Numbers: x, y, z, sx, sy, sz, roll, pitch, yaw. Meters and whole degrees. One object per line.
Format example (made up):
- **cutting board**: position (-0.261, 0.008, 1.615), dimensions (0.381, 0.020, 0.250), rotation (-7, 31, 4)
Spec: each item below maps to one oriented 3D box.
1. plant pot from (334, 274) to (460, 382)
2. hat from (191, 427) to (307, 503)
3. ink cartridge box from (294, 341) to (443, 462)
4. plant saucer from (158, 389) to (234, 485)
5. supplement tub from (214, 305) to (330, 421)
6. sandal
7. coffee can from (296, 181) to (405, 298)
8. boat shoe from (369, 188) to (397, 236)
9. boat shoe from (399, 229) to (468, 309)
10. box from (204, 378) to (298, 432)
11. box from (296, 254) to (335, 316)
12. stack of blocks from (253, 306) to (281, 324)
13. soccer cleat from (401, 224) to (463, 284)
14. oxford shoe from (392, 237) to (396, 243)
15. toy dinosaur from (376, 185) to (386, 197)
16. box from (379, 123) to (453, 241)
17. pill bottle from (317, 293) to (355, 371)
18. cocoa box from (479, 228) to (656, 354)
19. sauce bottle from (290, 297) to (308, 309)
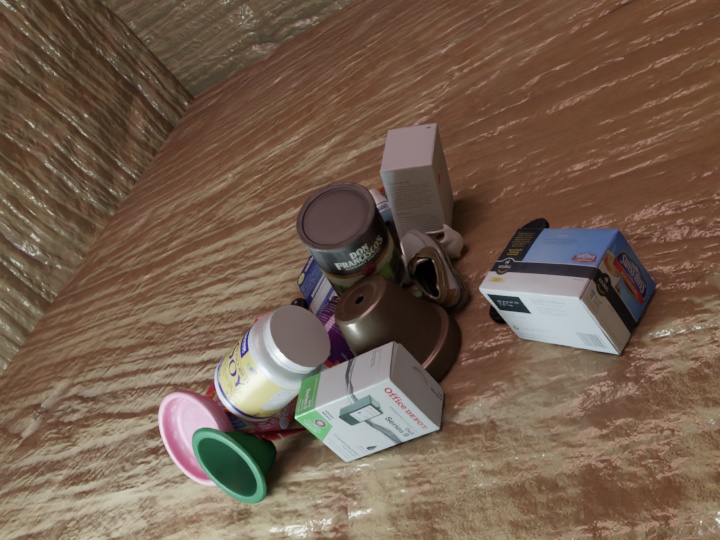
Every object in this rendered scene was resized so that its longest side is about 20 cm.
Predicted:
- **plant pot**: position (0.049, 0.102, 1.396), dimensions (0.200, 0.175, 0.201), rotation (-32, 29, 20)
- **hat**: position (-0.184, 0.317, 1.488), dimensions (0.199, 0.166, 0.176), rotation (30, 45, 18)
- **ink cartridge box**: position (0.015, 0.218, 1.308), dimensions (0.199, 0.146, 0.084), rotation (-27, 32, 29)
- **plant saucer**: position (-0.315, 0.324, 1.573), dimensions (0.200, 0.202, 0.051), rotation (-16, 6, 40)
- **supplement tub**: position (-0.157, 0.166, 1.423), dimensions (0.200, 0.145, 0.146), rotation (-45, 22, 39)
- **sandal**: position (0.280, 0.003, 1.379), dimensions (0.075, 0.045, 0.201), rotation (2, 66, 60)
- **coffee can**: position (-0.013, -0.042, 1.445), dimensions (0.146, 0.200, 0.147), rotation (-11, 54, 15)
- **boat shoe**: position (0.043, -0.117, 1.702), dimensions (0.073, 0.066, 0.200), rotation (-27, -18, -8)
- **boat shoe**: position (0.124, -0.010, 1.483), dimensions (0.075, 0.068, 0.200), rotation (-57, 45, 22)
- **box**: position (-0.228, 0.272, 1.602), dimensions (0.199, 0.096, 0.100), rotation (-16, 37, 41)
- **box**: position (-0.077, 0.031, 1.731), dimensions (0.121, 0.032, 0.200), rotation (-60, 33, 19)
- **stack of blocks**: position (-0.199, 0.177, 1.733), dimensions (0.115, 0.059, 0.201), rotation (-23, 34, 33)
- **soccer cleat**: position (0.113, -0.032, 1.593), dimensions (0.199, 0.078, 0.069), rotation (-27, 32, 29)
- **oxford shoe**: position (0.004, -0.014, 1.739), dimensions (0.200, 0.071, 0.072), rotation (-35, 71, 39)
- **toy dinosaur**: position (-0.019, -0.157, 1.852), dimensions (0.180, 0.201, 0.105), rotation (1, 42, -11)
- **box**: position (0.119, -0.170, 1.620), dimensions (0.106, 0.201, 0.153), rotation (-6, 40, 16)
- **pill bottle**: position (-0.037, 0.120, 1.544), dimensions (0.200, 0.112, 0.112), rotation (-52, 29, -16)
- **cocoa box**: position (0.311, 0.025, 1.202), dimensions (0.200, 0.133, 0.131), rotation (5, 53, 54)
- **sauce bottle**: position (-0.125, 0.128, 1.697), dimensions (0.066, 0.066, 0.200), rotation (-37, 30, 11)
